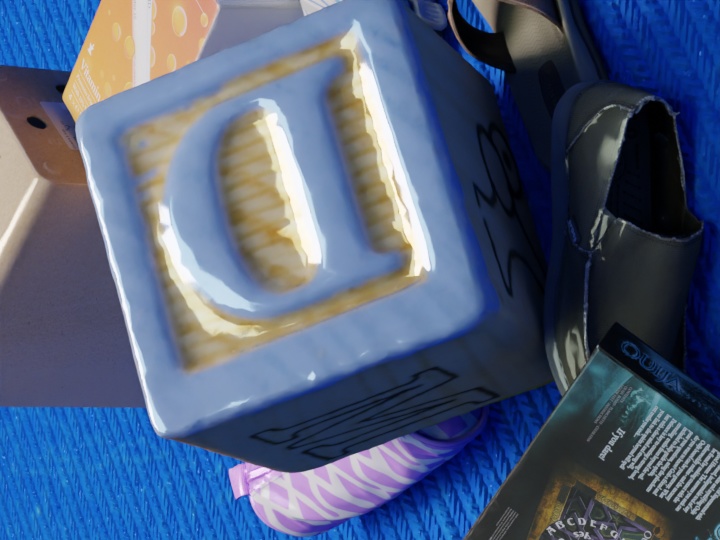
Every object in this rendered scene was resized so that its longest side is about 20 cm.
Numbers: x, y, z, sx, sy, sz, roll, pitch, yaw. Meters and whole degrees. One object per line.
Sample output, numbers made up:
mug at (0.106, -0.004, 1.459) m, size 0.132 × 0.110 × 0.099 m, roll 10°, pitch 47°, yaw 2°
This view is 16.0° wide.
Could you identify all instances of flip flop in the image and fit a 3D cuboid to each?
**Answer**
flip flop at (0.082, -0.142, 1.449) m, size 0.081 × 0.057 × 0.201 m, roll -47°, pitch 56°, yaw 49°

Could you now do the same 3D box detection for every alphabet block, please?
alphabet block at (-0.015, -0.014, 1.403) m, size 0.195 × 0.200 × 0.197 m, roll -19°, pitch 74°, yaw 14°

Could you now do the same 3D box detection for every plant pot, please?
plant pot at (-0.225, -0.035, 1.831) m, size 0.200 × 0.199 × 0.178 m, roll 56°, pitch 128°, yaw 38°

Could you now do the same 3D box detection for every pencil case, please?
pencil case at (0.000, 0.102, 1.581) m, size 0.200 × 0.085 × 0.084 m, roll -42°, pitch 61°, yaw 52°

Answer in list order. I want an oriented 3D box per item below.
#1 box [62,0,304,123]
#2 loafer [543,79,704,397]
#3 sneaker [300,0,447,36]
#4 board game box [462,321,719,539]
box at (-0.109, -0.145, 1.710) m, size 0.125 × 0.097 × 0.201 m, roll 61°, pitch 139°, yaw 33°
loafer at (0.141, -0.005, 1.358) m, size 0.070 × 0.075 × 0.202 m, roll -11°, pitch 84°, yaw 61°
sneaker at (-0.020, -0.187, 1.595) m, size 0.201 × 0.074 × 0.087 m, roll 66°, pitch 148°, yaw 29°
board game box at (0.141, 0.136, 1.357) m, size 0.135 × 0.028 × 0.200 m, roll 37°, pitch 132°, yaw 6°
